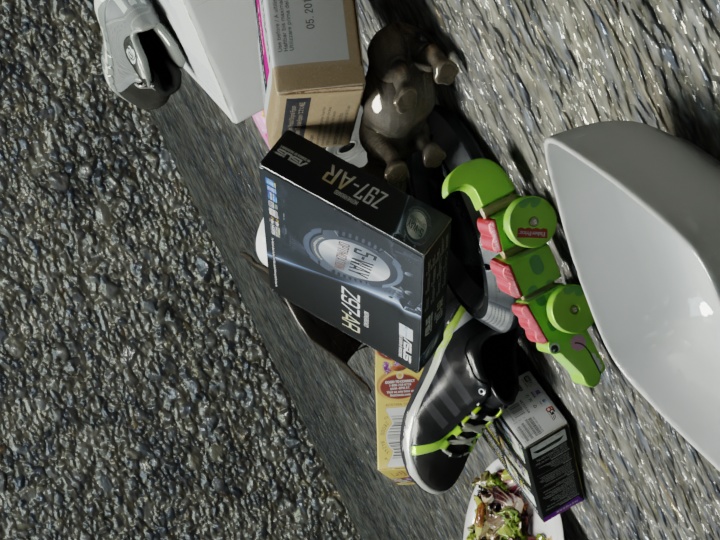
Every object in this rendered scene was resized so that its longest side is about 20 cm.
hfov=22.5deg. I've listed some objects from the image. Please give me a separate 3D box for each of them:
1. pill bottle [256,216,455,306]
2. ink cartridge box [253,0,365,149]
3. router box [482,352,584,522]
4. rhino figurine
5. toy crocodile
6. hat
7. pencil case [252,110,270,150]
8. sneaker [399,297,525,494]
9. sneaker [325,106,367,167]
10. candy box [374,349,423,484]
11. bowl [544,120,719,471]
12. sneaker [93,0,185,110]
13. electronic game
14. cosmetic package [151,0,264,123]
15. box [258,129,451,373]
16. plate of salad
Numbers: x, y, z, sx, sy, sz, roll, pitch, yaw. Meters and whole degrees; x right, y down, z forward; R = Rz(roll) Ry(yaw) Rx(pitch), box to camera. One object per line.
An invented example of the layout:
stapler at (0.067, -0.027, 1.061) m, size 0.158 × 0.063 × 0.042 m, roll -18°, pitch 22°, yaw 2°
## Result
pill bottle at (0.000, 0.000, 1.693) m, size 0.200 × 0.111 × 0.111 m, roll 29°, pitch 153°, yaw 33°
ink cartridge box at (-0.047, -0.215, 1.475) m, size 0.165 × 0.075 × 0.201 m, roll 105°, pitch 159°, yaw -77°
router box at (0.134, 0.123, 1.728) m, size 0.200 × 0.051 × 0.149 m, roll 55°, pitch 170°, yaw 35°
rhino figurine at (0.029, -0.113, 1.466) m, size 0.200 × 0.060 × 0.088 m, roll 100°, pitch 153°, yaw -43°
toy crocodile at (0.129, 0.002, 1.389) m, size 0.200 × 0.062 × 0.067 m, roll 63°, pitch 171°, yaw -11°
hat at (-0.029, 0.032, 1.836) m, size 0.201 × 0.081 × 0.201 m, roll 50°, pitch 179°, yaw 1°
pencil case at (-0.074, -0.152, 1.959) m, size 0.200 × 0.087 × 0.087 m, roll 65°, pitch 170°, yaw -24°
sneaker at (0.095, 0.114, 1.613) m, size 0.083 × 0.072 × 0.201 m, roll 28°, pitch 110°, yaw 47°
sneaker at (0.012, -0.092, 1.744) m, size 0.112 × 0.073 × 0.200 m, roll 63°, pitch 179°, yaw -26°
candy box at (0.049, 0.106, 1.808) m, size 0.117 × 0.056 × 0.201 m, roll 49°, pitch -143°, yaw -73°
bowl at (0.197, 0.014, 1.031) m, size 0.200 × 0.074 × 0.200 m, roll 49°, pitch 163°, yaw 54°
sneaker at (-0.220, -0.207, 1.889) m, size 0.116 × 0.075 × 0.200 m, roll 54°, pitch 168°, yaw 30°
electronic game at (0.090, -0.043, 1.524) m, size 0.200 × 0.041 × 0.201 m, roll 160°, pitch 90°, yaw -79°
cosmetic package at (-0.140, -0.286, 1.813) m, size 0.199 × 0.123 × 0.200 m, roll 48°, pitch 162°, yaw 56°
box at (-0.004, -0.012, 1.516) m, size 0.160 × 0.044 × 0.200 m, roll 30°, pitch 153°, yaw 16°
plate of salad at (0.149, 0.291, 1.882) m, size 0.200 × 0.048 × 0.201 m, roll -17°, pitch 71°, yaw 62°
